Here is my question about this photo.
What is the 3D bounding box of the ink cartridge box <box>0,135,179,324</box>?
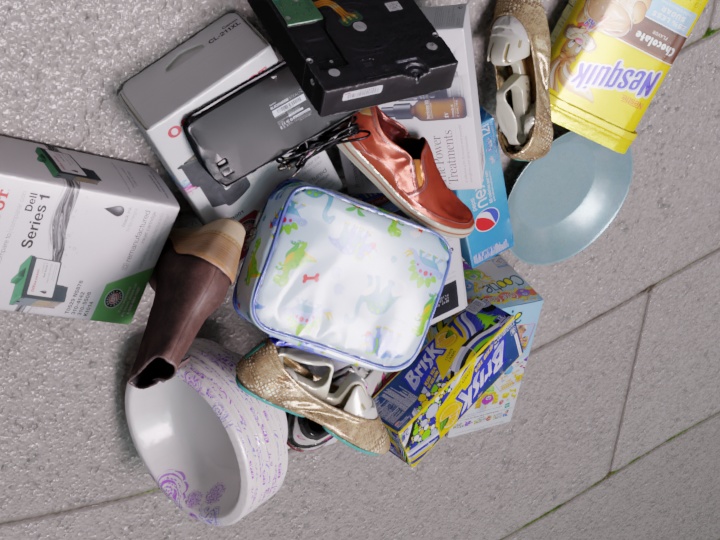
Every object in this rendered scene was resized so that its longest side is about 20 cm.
[{"bbox_3d":[-0.296,-0.037,1.144,0.199,0.084,0.147,8,118,-39],"label":"ink cartridge box"}]

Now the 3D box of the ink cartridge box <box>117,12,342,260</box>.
[{"bbox_3d":[-0.126,-0.129,1.191,0.145,0.083,0.201,-35,136,-6],"label":"ink cartridge box"}]

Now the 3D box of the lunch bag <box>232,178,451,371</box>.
[{"bbox_3d":[-0.020,0.009,1.199,0.198,0.082,0.162,19,90,-24],"label":"lunch bag"}]

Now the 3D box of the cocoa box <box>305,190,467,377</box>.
[{"bbox_3d":[0.000,0.000,1.343,0.199,0.131,0.134,-24,132,-16],"label":"cocoa box"}]

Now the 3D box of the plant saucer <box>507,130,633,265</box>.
[{"bbox_3d":[0.253,-0.100,1.508,0.199,0.039,0.203,-19,131,-22],"label":"plant saucer"}]

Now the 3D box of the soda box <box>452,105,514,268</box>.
[{"bbox_3d":[0.126,-0.103,1.396,0.064,0.068,0.201,-27,135,-12],"label":"soda box"}]

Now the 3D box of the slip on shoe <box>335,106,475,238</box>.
[{"bbox_3d":[0.053,-0.104,1.226,0.061,0.074,0.200,-38,116,22],"label":"slip on shoe"}]

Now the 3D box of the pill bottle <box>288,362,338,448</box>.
[{"bbox_3d":[-0.023,0.146,1.457,0.198,0.111,0.112,-19,132,-21],"label":"pill bottle"}]

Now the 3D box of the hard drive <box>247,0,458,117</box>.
[{"bbox_3d":[-0.017,-0.231,1.102,0.139,0.201,0.038,-16,147,-24],"label":"hard drive"}]

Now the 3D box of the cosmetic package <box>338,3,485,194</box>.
[{"bbox_3d":[0.046,-0.173,1.243,0.149,0.052,0.201,0,133,14],"label":"cosmetic package"}]

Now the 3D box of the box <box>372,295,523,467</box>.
[{"bbox_3d":[0.097,0.125,1.376,0.200,0.064,0.070,-42,138,-20],"label":"box"}]

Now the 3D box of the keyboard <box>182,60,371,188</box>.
[{"bbox_3d":[-0.068,-0.147,1.143,0.199,0.040,0.105,-30,111,-12],"label":"keyboard"}]

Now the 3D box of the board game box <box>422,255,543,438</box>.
[{"bbox_3d":[0.147,0.098,1.543,0.104,0.103,0.202,-10,128,-27],"label":"board game box"}]

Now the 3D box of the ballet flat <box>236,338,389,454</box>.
[{"bbox_3d":[-0.035,0.129,1.245,0.199,0.071,0.066,28,107,-28],"label":"ballet flat"}]

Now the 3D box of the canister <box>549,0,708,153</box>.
[{"bbox_3d":[0.286,-0.254,1.357,0.147,0.087,0.201,21,110,-18],"label":"canister"}]

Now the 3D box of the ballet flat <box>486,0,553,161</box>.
[{"bbox_3d":[0.170,-0.214,1.298,0.065,0.070,0.202,-25,110,-43],"label":"ballet flat"}]

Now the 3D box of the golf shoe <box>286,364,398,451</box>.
[{"bbox_3d":[-0.006,0.127,1.358,0.073,0.092,0.200,43,72,-4],"label":"golf shoe"}]

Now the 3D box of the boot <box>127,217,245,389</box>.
[{"bbox_3d":[-0.193,0.038,1.177,0.072,0.200,0.167,34,62,-18],"label":"boot"}]

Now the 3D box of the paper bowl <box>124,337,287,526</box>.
[{"bbox_3d":[-0.159,0.170,1.321,0.104,0.200,0.202,-29,139,-43],"label":"paper bowl"}]
